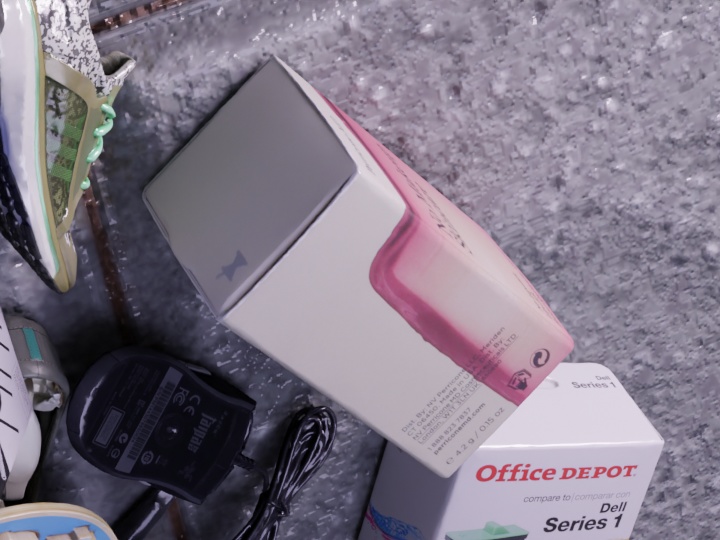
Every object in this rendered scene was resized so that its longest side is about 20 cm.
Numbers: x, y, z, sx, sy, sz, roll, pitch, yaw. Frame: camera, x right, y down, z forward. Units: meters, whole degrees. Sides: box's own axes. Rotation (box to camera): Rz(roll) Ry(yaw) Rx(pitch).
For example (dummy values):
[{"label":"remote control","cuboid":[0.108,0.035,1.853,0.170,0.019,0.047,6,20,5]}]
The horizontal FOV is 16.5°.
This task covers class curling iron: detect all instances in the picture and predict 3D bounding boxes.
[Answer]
[{"label":"curling iron","cuboid":[-0.181,0.198,1.447,0.200,0.026,0.050,-42,134,5]}]

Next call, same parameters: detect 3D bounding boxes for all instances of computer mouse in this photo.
[{"label":"computer mouse","cuboid":[-0.112,0.117,1.406,0.199,0.046,0.141,22,96,-46]}]

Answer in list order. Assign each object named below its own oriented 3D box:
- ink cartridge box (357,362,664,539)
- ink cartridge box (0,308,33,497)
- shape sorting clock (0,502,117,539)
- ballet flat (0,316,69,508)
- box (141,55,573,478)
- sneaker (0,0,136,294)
[{"label":"ink cartridge box","cuboid":[0.082,0.162,1.519,0.144,0.084,0.201,0,122,-27]},{"label":"ink cartridge box","cuboid":[-0.216,0.011,1.219,0.044,0.094,0.201,-10,116,9]},{"label":"shape sorting clock","cuboid":[-0.217,0.197,1.338,0.199,0.039,0.200,-30,152,-18]},{"label":"ballet flat","cuboid":[-0.204,0.120,1.356,0.067,0.064,0.201,0,123,-28]},{"label":"box","cuboid":[0.000,0.000,1.333,0.109,0.128,0.200,-45,131,8]},{"label":"sneaker","cuboid":[-0.148,-0.075,1.245,0.088,0.077,0.201,-22,133,-23]}]
